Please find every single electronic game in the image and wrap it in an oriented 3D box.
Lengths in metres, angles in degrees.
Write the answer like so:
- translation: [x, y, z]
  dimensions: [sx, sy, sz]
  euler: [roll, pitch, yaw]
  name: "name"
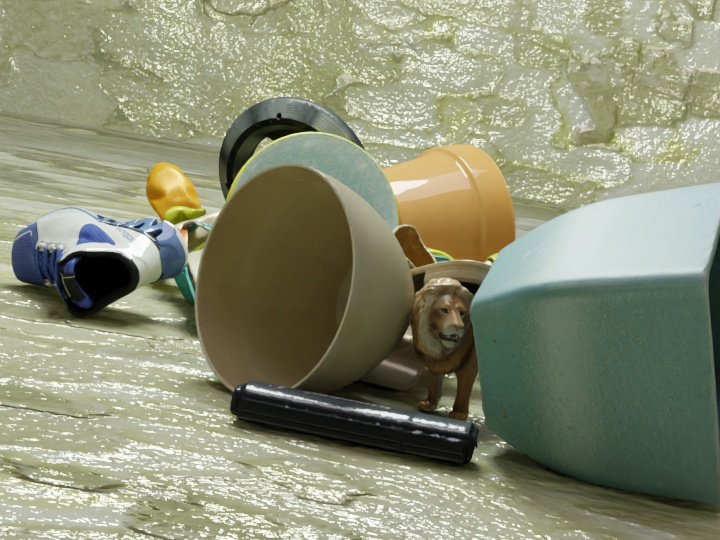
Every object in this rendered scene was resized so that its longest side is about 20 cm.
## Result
- translation: [-0.075, -0.104, 1.910]
  dimensions: [0.198, 0.202, 0.042]
  euler: [12, 27, 20]
  name: "electronic game"

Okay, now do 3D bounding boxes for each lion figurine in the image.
- translation: [0.117, 0.069, 1.457]
  dimensions: [0.199, 0.124, 0.072]
  euler: [2, 11, -43]
  name: "lion figurine"

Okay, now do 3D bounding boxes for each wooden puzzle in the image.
- translation: [-0.018, 0.062, 1.577]
  dimensions: [0.183, 0.047, 0.200]
  euler: [13, 20, 8]
  name: "wooden puzzle"

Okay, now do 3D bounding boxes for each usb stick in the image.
- translation: [-0.004, 0.119, 1.304]
  dimensions: [0.198, 0.033, 0.055]
  euler: [10, 10, 8]
  name: "usb stick"

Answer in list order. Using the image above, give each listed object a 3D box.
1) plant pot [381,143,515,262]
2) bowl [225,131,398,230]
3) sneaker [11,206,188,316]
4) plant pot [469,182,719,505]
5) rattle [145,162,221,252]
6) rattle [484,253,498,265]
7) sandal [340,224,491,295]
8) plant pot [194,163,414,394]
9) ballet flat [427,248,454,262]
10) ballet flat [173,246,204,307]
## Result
- translation: [0.070, -0.047, 1.937]
  dimensions: [0.139, 0.202, 0.199]
  euler: [-4, 14, -32]
  name: "plant pot"
- translation: [-0.066, -0.052, 1.826]
  dimensions: [0.198, 0.203, 0.108]
  euler: [6, 2, -17]
  name: "bowl"
- translation: [-0.284, -0.009, 1.647]
  dimensions: [0.198, 0.081, 0.115]
  euler: [1, 20, 28]
  name: "sneaker"
- translation: [0.199, 0.055, 1.329]
  dimensions: [0.198, 0.198, 0.197]
  euler: [-1, 24, 20]
  name: "plant pot"
- translation: [-0.205, -0.075, 1.864]
  dimensions: [0.129, 0.145, 0.200]
  euler: [-11, -7, 12]
  name: "rattle"
- translation: [0.177, 0.090, 1.665]
  dimensions: [0.200, 0.144, 0.130]
  euler: [41, 33, 17]
  name: "rattle"
- translation: [0.051, -0.008, 1.508]
  dimensions: [0.077, 0.070, 0.211]
  euler: [22, -19, -37]
  name: "sandal"
- translation: [-0.031, 0.020, 1.429]
  dimensions: [0.134, 0.202, 0.199]
  euler: [14, 2, -45]
  name: "plant pot"
- translation: [0.000, 0.000, 1.613]
  dimensions: [0.198, 0.068, 0.067]
  euler: [7, -2, -16]
  name: "ballet flat"
- translation: [-0.152, 0.011, 1.700]
  dimensions: [0.069, 0.070, 0.200]
  euler: [7, 10, -15]
  name: "ballet flat"
